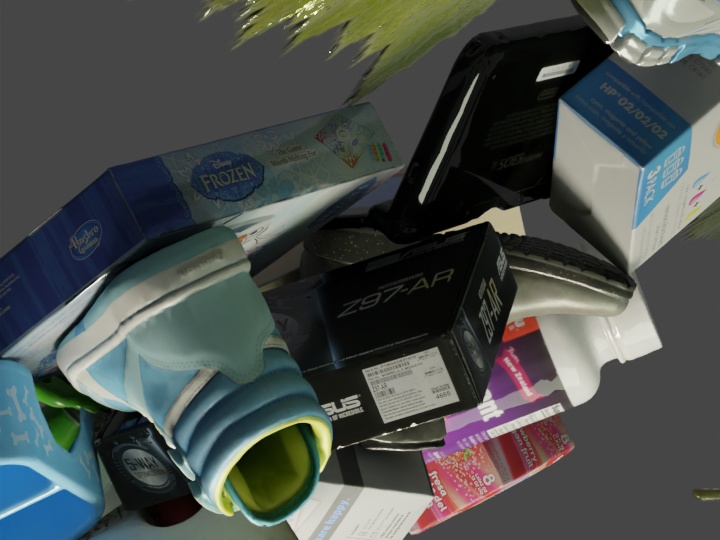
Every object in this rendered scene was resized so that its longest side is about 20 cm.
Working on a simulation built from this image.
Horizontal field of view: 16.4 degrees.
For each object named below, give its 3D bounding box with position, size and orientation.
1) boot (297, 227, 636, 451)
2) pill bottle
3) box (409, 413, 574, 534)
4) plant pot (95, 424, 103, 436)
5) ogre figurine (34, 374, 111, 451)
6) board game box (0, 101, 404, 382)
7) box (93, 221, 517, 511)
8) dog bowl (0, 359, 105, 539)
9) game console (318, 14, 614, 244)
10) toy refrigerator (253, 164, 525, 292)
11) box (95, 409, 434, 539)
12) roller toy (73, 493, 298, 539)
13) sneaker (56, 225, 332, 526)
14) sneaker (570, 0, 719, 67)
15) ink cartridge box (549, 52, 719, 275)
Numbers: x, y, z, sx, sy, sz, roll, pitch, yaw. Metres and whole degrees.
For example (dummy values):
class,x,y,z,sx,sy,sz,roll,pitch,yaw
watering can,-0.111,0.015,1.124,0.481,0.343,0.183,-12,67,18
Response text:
class,x,y,z,sx,sy,sz,roll,pitch,yaw
boot,0.052,0.042,1.441,0.200,0.131,0.068,8,-170,1
pill bottle,0.085,0.047,1.596,0.200,0.112,0.111,-22,174,6
box,0.046,0.066,1.722,0.095,0.200,0.100,-32,173,37
plant pot,-0.076,0.119,1.616,0.187,0.200,0.187,-30,173,-4
ogre figurine,-0.219,0.103,1.386,0.200,0.098,0.120,-45,170,-51
board game box,-0.108,-0.004,1.238,0.200,0.043,0.199,-35,169,37
box,-0.024,0.048,1.309,0.200,0.044,0.160,-17,-162,17
dog bowl,-0.190,0.103,1.227,0.111,0.050,0.200,-26,160,4
game console,0.037,-0.082,1.386,0.200,0.116,0.176,-20,138,-59
toy refrigerator,0.000,0.000,1.511,0.200,0.076,0.070,-27,-153,-24
box,-0.080,0.153,1.457,0.200,0.041,0.156,11,133,-28
roller toy,-0.079,0.199,1.323,0.140,0.200,0.182,-32,146,-4
sneaker,-0.077,0.068,1.174,0.080,0.131,0.200,-27,172,-18
sneaker,0.190,-0.154,1.288,0.087,0.075,0.200,-40,169,30
ink cartridge box,0.201,-0.104,1.422,0.200,0.068,0.115,-40,156,-20
